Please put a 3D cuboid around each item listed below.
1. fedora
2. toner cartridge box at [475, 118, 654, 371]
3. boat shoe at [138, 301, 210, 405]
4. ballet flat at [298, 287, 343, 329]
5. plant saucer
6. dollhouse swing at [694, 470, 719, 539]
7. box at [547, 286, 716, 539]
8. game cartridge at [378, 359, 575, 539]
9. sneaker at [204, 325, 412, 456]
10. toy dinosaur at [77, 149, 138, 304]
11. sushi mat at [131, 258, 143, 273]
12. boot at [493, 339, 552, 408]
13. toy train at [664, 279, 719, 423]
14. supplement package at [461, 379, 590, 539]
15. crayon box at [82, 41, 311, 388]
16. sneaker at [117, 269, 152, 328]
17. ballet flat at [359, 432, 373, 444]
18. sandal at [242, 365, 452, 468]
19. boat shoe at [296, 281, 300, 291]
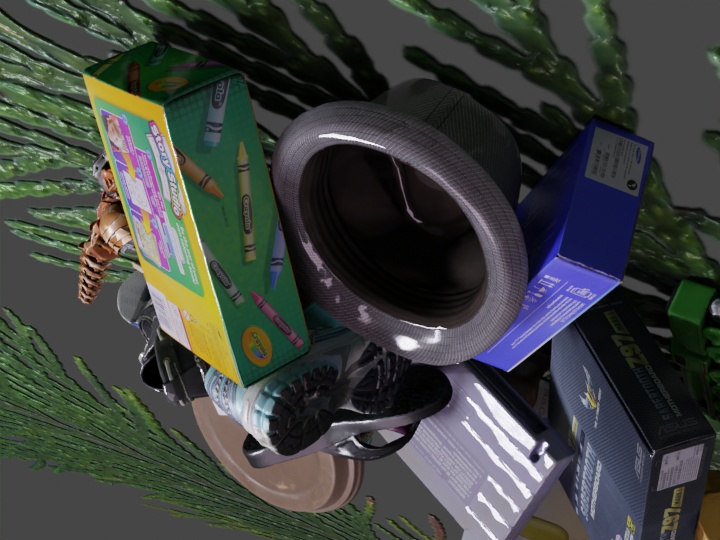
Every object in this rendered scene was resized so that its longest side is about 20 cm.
[{"bbox_3d":[0.036,-0.042,0.738,0.176,0.090,0.200,25,146,18],"label":"fedora"},{"bbox_3d":[0.120,-0.008,0.768,0.043,0.095,0.200,21,158,-4],"label":"toner cartridge box"},{"bbox_3d":[-0.164,0.068,1.022,0.072,0.067,0.200,63,164,-19],"label":"boat shoe"},{"bbox_3d":[0.000,0.000,0.918,0.068,0.069,0.200,27,155,-21],"label":"ballet flat"},{"bbox_3d":[-0.083,0.142,1.084,0.199,0.029,0.201,24,133,29],"label":"plant saucer"},{"bbox_3d":[0.284,0.146,0.953,0.181,0.177,0.200,-4,172,-8],"label":"dollhouse swing"},{"bbox_3d":[0.190,0.128,0.876,0.051,0.158,0.201,-14,135,-9],"label":"box"},{"bbox_3d":[0.074,0.120,0.970,0.200,0.038,0.130,47,137,26],"label":"game cartridge"},{"bbox_3d":[-0.030,0.063,0.864,0.086,0.078,0.200,24,-159,29],"label":"sneaker"},{"bbox_3d":[-0.151,-0.041,0.904,0.135,0.103,0.200,32,147,-24],"label":"toy dinosaur"},{"bbox_3d":[-0.108,0.043,0.986,0.200,0.012,0.096,27,172,45],"label":"sushi mat"},{"bbox_3d":[0.068,0.059,1.028,0.199,0.072,0.167,31,142,8],"label":"boot"},{"bbox_3d":[0.262,0.066,0.893,0.056,0.042,0.200,20,160,28],"label":"toy train"},{"bbox_3d":[0.166,0.226,1.122,0.110,0.201,0.156,18,157,4],"label":"supplement package"},{"bbox_3d":[-0.105,-0.037,0.773,0.119,0.058,0.201,27,136,50],"label":"crayon box"},{"bbox_3d":[-0.135,0.065,1.183,0.199,0.081,0.115,21,163,12],"label":"sneaker"},{"bbox_3d":[-0.057,0.081,1.078,0.200,0.068,0.075,48,158,6],"label":"ballet flat"},{"bbox_3d":[-0.005,0.125,0.966,0.200,0.075,0.048,-20,112,32],"label":"sandal"},{"bbox_3d":[-0.102,0.001,1.022,0.202,0.075,0.075,33,168,-16],"label":"boat shoe"}]
